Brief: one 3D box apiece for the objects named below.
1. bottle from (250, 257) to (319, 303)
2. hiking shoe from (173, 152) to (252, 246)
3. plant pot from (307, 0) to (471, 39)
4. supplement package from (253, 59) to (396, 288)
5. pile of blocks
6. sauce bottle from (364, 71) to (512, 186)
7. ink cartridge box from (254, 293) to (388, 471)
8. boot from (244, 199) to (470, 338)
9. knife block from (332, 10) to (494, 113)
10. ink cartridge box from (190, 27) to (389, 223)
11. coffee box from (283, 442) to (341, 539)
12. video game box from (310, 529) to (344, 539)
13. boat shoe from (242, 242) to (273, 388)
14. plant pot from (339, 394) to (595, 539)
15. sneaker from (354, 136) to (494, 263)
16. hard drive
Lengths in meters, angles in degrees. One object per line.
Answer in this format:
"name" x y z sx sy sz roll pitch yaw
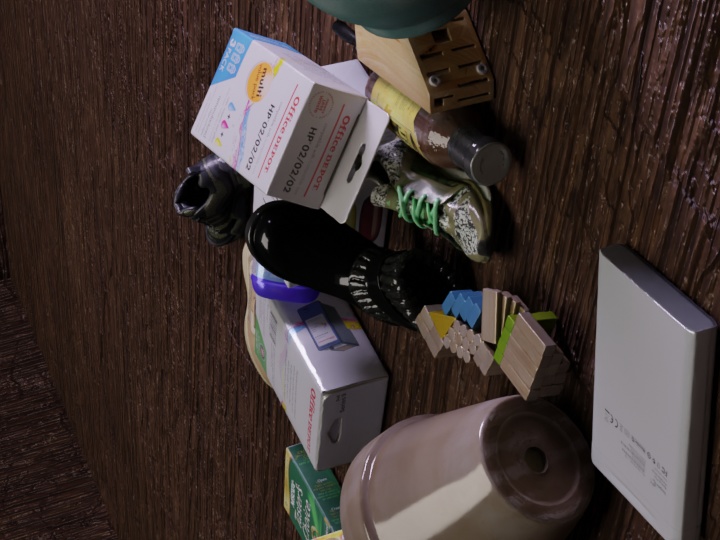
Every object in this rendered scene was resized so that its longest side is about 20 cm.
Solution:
"bottle" -0.072 -0.066 1.878 0.065 0.083 0.200 -83 1 -72
"hiking shoe" -0.199 -0.094 2.196 0.200 0.101 0.076 107 144 -56
"plant pot" 0.024 -0.273 1.360 0.200 0.200 0.134 57 180 41
"supplement package" -0.039 -0.097 1.735 0.200 0.114 0.110 95 153 -46
"pile of blocks" 0.127 0.051 1.480 0.200 0.062 0.082 22 112 57
"sauce bottle" 0.069 -0.129 1.489 0.200 0.065 0.065 -134 34 -57
"ink cartridge box" -0.049 0.108 1.952 0.145 0.087 0.200 95 154 -45
"boot" 0.002 -0.002 1.616 0.080 0.211 0.158 -66 19 -2
"knife block" 0.036 -0.207 1.524 0.176 0.064 0.200 125 127 -66
"ink cartridge box" -0.068 -0.136 1.570 0.200 0.068 0.115 38 110 48
"coffee box" -0.042 0.327 2.153 0.123 0.044 0.200 95 153 -44
"video game box" 0.068 0.302 1.600 0.182 0.200 0.047 -123 25 -43
"boat shoe" -0.106 0.054 2.091 0.065 0.071 0.200 -166 64 -69
"plant pot" 0.110 0.196 1.471 0.174 0.200 0.200 -43 62 49
"sneaker" 0.056 -0.061 1.537 0.200 0.088 0.077 -131 32 -51
"hard drive" 0.221 0.096 1.291 0.132 0.027 0.200 -131 32 -52
